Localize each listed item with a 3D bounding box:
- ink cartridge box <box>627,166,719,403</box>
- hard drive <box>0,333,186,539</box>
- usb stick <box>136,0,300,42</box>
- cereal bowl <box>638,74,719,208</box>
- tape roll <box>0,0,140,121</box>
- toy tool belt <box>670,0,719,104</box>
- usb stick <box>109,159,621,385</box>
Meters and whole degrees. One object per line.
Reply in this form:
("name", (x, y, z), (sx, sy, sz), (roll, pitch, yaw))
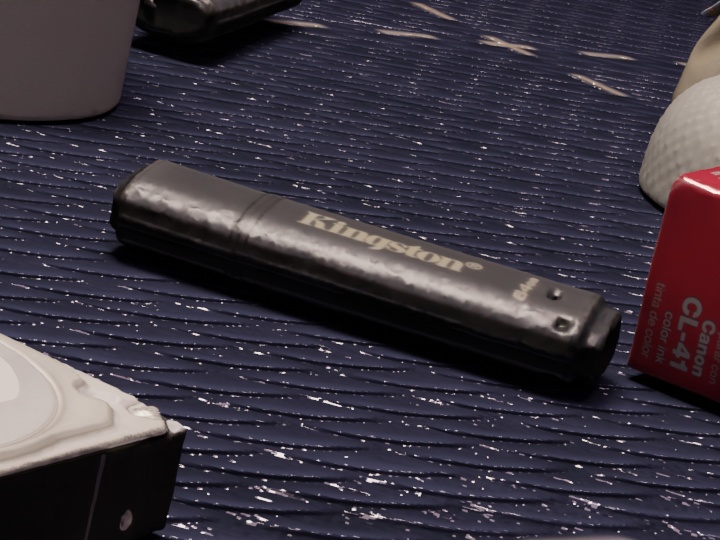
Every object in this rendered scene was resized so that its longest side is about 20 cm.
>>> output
("ink cartridge box", (0.225, 0.024, 0.908), (0.199, 0.086, 0.147), (24, 18, 29))
("hard drive", (-0.157, 0.044, 0.603), (0.139, 0.038, 0.200), (22, 18, 30))
("usb stick", (-0.080, -0.159, 1.365), (0.055, 0.033, 0.200), (16, 15, 11))
("cereal bowl", (0.250, -0.059, 1.230), (0.199, 0.084, 0.200), (13, 14, -3))
("tape roll", (-0.198, -0.166, 1.118), (0.202, 0.140, 0.203), (12, 16, -4))
("toy tool belt", (0.261, -0.137, 1.414), (0.124, 0.124, 0.200), (16, 12, 22))
("usb stick", (0.000, 0.000, 0.899), (0.199, 0.033, 0.055), (18, 15, 13))
